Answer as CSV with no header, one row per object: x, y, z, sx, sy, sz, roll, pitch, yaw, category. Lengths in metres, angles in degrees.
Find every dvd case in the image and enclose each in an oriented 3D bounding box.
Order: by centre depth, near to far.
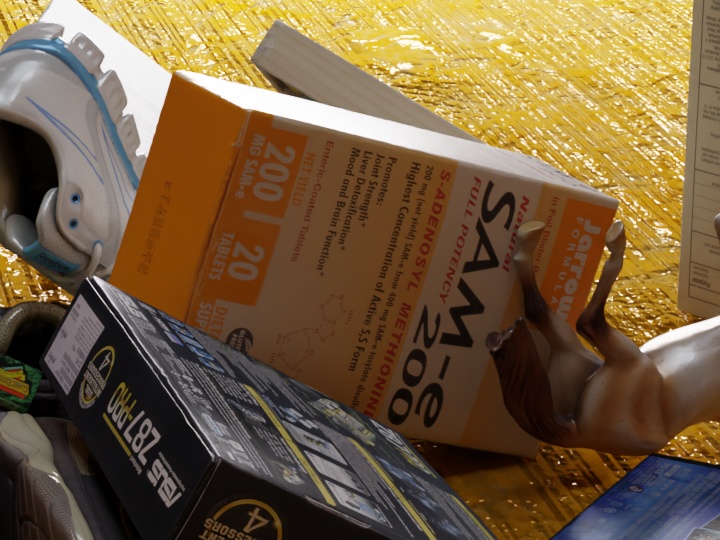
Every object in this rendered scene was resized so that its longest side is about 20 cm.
0.182,0.119,1.154,0.200,0.018,0.143,9,19,26,dvd case

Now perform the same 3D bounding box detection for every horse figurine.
0.136,0.032,1.263,0.200,0.133,0.050,-15,20,-23,horse figurine

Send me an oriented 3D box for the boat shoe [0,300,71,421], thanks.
-0.142,0.044,1.280,0.072,0.065,0.200,-7,20,-26,boat shoe

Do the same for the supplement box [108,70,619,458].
0.000,0.000,1.246,0.200,0.126,0.074,11,11,-35,supplement box

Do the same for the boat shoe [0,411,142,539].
-0.096,0.099,1.105,0.073,0.075,0.200,-4,20,-17,boat shoe

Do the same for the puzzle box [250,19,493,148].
0.030,-0.050,1.426,0.133,0.025,0.200,31,-5,21,puzzle box

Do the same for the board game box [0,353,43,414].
-0.240,0.022,1.195,0.200,0.023,0.105,24,-21,-18,board game box

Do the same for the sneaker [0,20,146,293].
-0.117,-0.009,1.295,0.075,0.200,0.087,-30,10,35,sneaker

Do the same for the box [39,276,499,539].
-0.025,0.082,1.090,0.161,0.049,0.200,26,8,-25,box

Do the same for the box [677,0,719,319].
0.220,-0.070,1.444,0.078,0.200,0.095,-15,25,-41,box

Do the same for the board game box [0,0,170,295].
-0.124,-0.051,1.450,0.148,0.064,0.200,37,16,-8,board game box
